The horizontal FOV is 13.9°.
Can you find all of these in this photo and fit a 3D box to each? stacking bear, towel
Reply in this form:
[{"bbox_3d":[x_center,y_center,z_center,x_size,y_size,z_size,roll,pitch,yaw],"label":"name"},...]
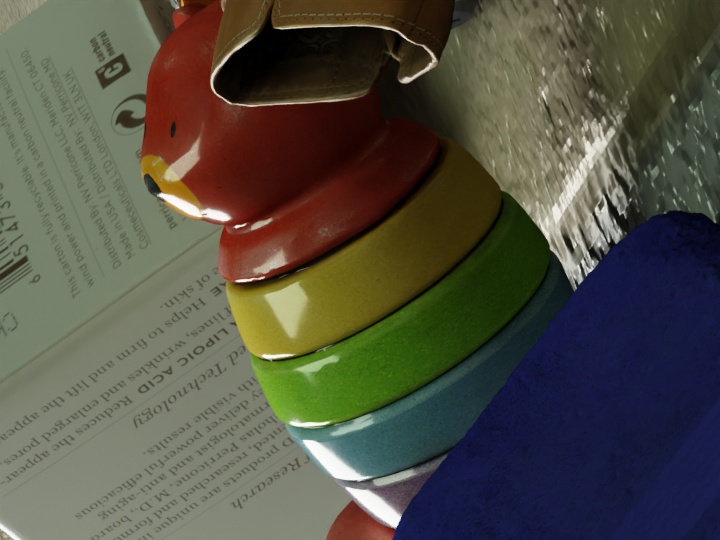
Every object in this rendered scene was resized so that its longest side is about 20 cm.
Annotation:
[{"bbox_3d":[0.000,0.000,0.955,0.200,0.114,0.121,57,167,-17],"label":"stacking bear"},{"bbox_3d":[0.090,0.073,0.791,0.049,0.148,0.200,37,-176,-27],"label":"towel"}]

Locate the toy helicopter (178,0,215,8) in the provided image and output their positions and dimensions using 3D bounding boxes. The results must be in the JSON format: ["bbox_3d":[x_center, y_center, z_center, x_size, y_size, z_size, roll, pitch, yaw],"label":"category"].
[{"bbox_3d":[-0.039,-0.150,1.198,0.132,0.079,0.201,83,177,-67],"label":"toy helicopter"}]

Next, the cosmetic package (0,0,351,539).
[{"bbox_3d":[-0.087,0.019,1.201,0.200,0.165,0.165,46,-168,-48],"label":"cosmetic package"}]

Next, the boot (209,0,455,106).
[{"bbox_3d":[-0.014,-0.118,0.884,0.200,0.077,0.156,-8,65,53],"label":"boot"}]

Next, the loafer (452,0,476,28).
[{"bbox_3d":[0.015,-0.116,0.978,0.200,0.072,0.063,152,105,-80],"label":"loafer"}]
